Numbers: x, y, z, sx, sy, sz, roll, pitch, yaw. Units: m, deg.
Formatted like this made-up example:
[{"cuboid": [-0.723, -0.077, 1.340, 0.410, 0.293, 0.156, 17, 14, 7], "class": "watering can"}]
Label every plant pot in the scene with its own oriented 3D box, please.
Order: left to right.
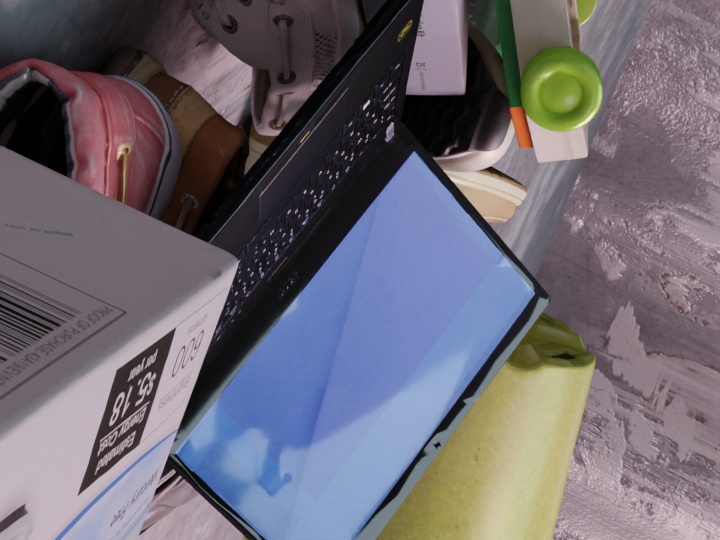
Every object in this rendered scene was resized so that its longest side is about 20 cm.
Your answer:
[{"cuboid": [0.050, 0.110, 1.057, 0.200, 0.199, 0.185, -33, 143, -72], "class": "plant pot"}]

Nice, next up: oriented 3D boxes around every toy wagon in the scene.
[{"cuboid": [0.073, -0.151, 0.727, 0.155, 0.039, 0.201, -75, 156, -66], "class": "toy wagon"}]

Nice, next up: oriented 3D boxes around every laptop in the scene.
[{"cuboid": [0.001, 0.018, 0.686, 0.178, 0.103, 0.200, -52, 171, -17], "class": "laptop"}]

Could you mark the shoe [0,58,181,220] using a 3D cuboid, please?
[{"cuboid": [-0.125, 0.025, 0.594, 0.091, 0.071, 0.201, 6, 106, -77], "class": "shoe"}]

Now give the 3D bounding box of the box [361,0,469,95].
[{"cuboid": [0.027, -0.191, 0.714, 0.156, 0.041, 0.202, 69, 23, -76], "class": "box"}]

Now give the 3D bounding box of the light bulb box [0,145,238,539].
[{"cuboid": [-0.147, 0.082, 0.443, 0.201, 0.124, 0.198, -69, 170, 21], "class": "light bulb box"}]

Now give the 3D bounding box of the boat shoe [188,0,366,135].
[{"cuboid": [-0.036, -0.112, 0.707, 0.200, 0.069, 0.071, 77, 1, -58], "class": "boat shoe"}]

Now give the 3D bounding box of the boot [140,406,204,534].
[{"cuboid": [-0.071, 0.066, 0.780, 0.200, 0.070, 0.132, -43, 175, -7], "class": "boot"}]

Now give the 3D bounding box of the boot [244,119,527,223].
[{"cuboid": [0.000, 0.000, 0.962, 0.199, 0.072, 0.156, 4, 107, -47], "class": "boot"}]

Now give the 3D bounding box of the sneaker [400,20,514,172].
[{"cuboid": [0.044, -0.087, 0.860, 0.200, 0.093, 0.071, 31, -78, 62], "class": "sneaker"}]

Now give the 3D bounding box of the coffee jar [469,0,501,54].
[{"cuboid": [0.060, -0.169, 0.963, 0.085, 0.104, 0.200, -41, 162, -24], "class": "coffee jar"}]

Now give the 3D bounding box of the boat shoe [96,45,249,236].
[{"cuboid": [-0.078, -0.011, 0.724, 0.076, 0.073, 0.200, -60, 169, -22], "class": "boat shoe"}]
